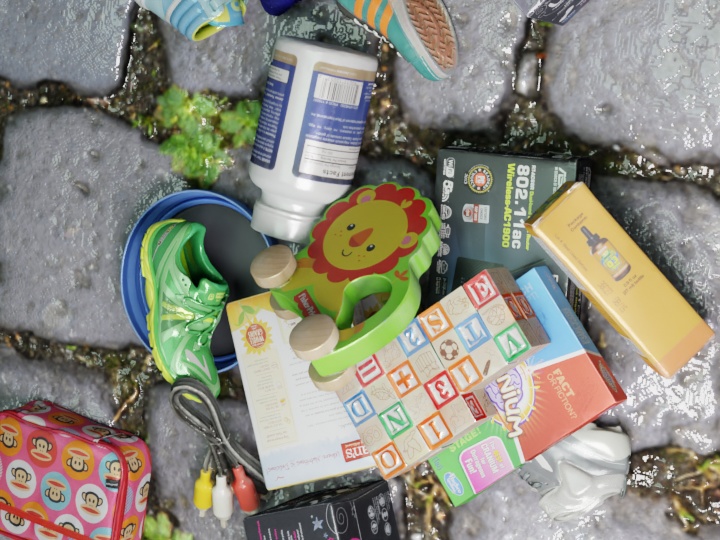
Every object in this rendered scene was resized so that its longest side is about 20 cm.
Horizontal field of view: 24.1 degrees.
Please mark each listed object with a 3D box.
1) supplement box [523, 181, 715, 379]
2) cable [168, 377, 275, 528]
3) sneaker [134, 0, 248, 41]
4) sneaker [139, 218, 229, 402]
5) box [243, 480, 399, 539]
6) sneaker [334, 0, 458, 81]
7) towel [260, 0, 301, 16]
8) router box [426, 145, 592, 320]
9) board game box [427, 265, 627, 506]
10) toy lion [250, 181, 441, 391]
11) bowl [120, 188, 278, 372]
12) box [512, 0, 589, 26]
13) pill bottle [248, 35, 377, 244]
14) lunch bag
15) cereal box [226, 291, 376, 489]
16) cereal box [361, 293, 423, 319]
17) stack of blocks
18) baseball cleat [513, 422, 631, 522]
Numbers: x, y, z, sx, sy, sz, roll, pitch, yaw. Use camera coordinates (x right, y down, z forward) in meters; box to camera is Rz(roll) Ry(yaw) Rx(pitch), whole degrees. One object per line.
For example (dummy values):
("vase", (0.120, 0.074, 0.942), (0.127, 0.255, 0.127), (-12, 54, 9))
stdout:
("supplement box", (0.245, 0.007, 1.605), (0.066, 0.069, 0.200), (-42, 98, 1))
("cable", (-0.148, 0.200, 1.805), (0.096, 0.051, 0.201), (2, 135, 16))
("sneaker", (-0.151, -0.335, 1.798), (0.130, 0.079, 0.201), (42, 119, 18))
("sneaker", (-0.181, 0.042, 1.797), (0.083, 0.074, 0.202), (-13, 88, 29))
("box", (-0.026, 0.334, 1.750), (0.114, 0.132, 0.202), (-13, 88, 28))
("sneaker", (0.026, -0.273, 1.730), (0.080, 0.071, 0.201), (-35, 83, 41))
("towel", (-0.075, -0.348, 1.710), (0.049, 0.200, 0.150), (-8, 89, -12))
("router box", (0.148, -0.019, 1.689), (0.148, 0.062, 0.203), (6, 96, 23))
("board game box", (0.137, 0.113, 1.645), (0.199, 0.040, 0.154), (-37, 77, 22))
("toy lion", (0.000, 0.000, 1.652), (0.191, 0.069, 0.200), (-31, 40, -1))
("bowl", (-0.171, 0.012, 1.852), (0.198, 0.039, 0.203), (2, 95, 25))
("box", (0.162, -0.356, 1.629), (0.132, 0.114, 0.201), (-43, 77, 21))
("pill bottle", (-0.054, -0.135, 1.748), (0.110, 0.111, 0.202), (17, 100, 23))
("lunch bag", (-0.339, 0.256, 1.930), (0.198, 0.082, 0.178), (15, 104, 25))
("cereal box", (-0.052, 0.115, 1.751), (0.143, 0.039, 0.202), (-14, 86, 24))
("cereal box", (-0.005, 0.118, 1.783), (0.199, 0.039, 0.145), (-29, 81, 25))
("stack of blocks", (0.082, 0.099, 1.615), (0.199, 0.058, 0.116), (-36, 77, 22))
("baseball cleat", (0.169, 0.194, 1.682), (0.198, 0.070, 0.108), (1, 74, 25))
